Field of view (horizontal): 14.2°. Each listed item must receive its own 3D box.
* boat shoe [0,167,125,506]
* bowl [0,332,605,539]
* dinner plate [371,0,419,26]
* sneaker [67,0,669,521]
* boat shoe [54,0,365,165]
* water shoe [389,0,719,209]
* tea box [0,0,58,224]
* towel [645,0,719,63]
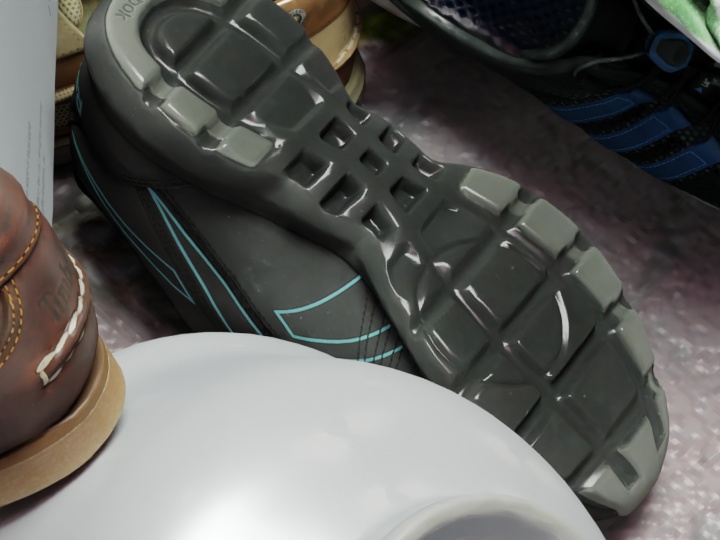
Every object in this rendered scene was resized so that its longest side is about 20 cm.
[{"bbox_3d":[-0.152,0.034,0.610,0.199,0.071,0.071,-24,42,1],"label":"boat shoe"},{"bbox_3d":[0.004,0.104,0.630,0.200,0.090,0.203,14,69,-39],"label":"bowl"},{"bbox_3d":[0.048,-0.164,0.933,0.199,0.024,0.202,4,75,-16],"label":"dinner plate"},{"bbox_3d":[0.000,0.000,0.803,0.200,0.079,0.075,42,50,2],"label":"sneaker"},{"bbox_3d":[-0.096,-0.073,0.848,0.198,0.074,0.076,-6,50,-11],"label":"boat shoe"},{"bbox_3d":[0.082,-0.062,0.839,0.199,0.072,0.079,25,13,13],"label":"water shoe"},{"bbox_3d":[-0.183,-0.063,0.705,0.195,0.134,0.201,-12,37,6],"label":"tea box"},{"bbox_3d":[0.129,-0.096,0.842,0.199,0.024,0.153,2,32,-43],"label":"towel"}]
